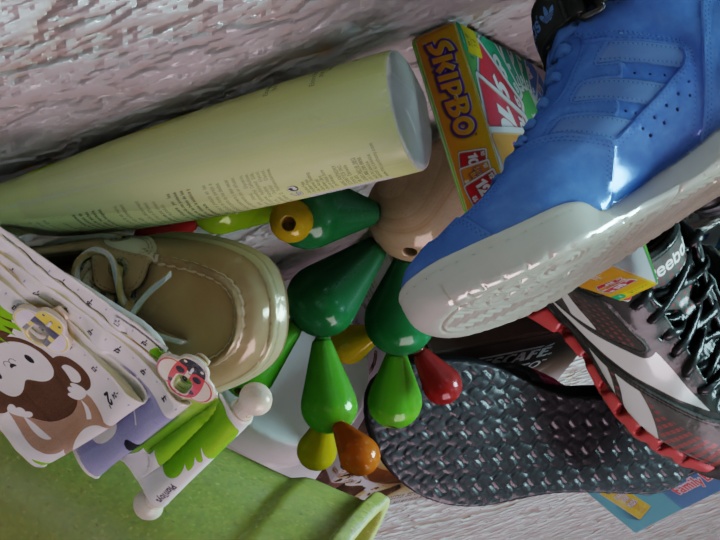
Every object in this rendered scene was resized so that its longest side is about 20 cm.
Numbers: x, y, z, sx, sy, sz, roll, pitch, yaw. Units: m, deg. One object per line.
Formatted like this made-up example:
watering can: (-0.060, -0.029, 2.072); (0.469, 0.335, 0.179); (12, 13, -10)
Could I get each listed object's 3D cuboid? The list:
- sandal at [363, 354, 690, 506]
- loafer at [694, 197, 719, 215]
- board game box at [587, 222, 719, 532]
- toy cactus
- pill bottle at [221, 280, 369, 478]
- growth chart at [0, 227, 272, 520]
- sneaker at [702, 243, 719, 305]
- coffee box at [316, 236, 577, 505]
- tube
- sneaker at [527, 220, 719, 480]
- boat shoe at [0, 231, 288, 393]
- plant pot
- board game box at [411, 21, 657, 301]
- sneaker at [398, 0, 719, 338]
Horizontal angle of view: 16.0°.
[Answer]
sandal: (0.083, 0.082, 1.314); (0.199, 0.075, 0.045); (7, -167, -30)
loafer: (0.151, -0.082, 1.144); (0.072, 0.073, 0.200); (9, 157, 0)
board game box: (0.216, 0.037, 1.437); (0.151, 0.047, 0.200); (-35, -160, 49)
toy cactus: (0.000, 0.000, 1.171); (0.165, 0.102, 0.200); (-43, 125, -1)
pill bottle: (-0.078, 0.082, 1.367); (0.114, 0.115, 0.200); (-9, 163, -31)
growth chart: (-0.142, 0.032, 1.049); (0.018, 0.200, 0.145); (-60, -176, -38)
sneaker: (0.131, 0.023, 1.410); (0.060, 0.105, 0.200); (-4, 161, -43)
coffee box: (0.035, 0.052, 1.391); (0.113, 0.080, 0.200); (-9, 153, -28)
tube: (-0.071, -0.043, 1.055); (0.199, 0.052, 0.058); (-15, 128, 18)
sneaker: (0.146, 0.025, 1.270); (0.071, 0.200, 0.098); (-47, -175, -31)
boat shoe: (-0.123, 0.022, 1.082); (0.199, 0.074, 0.063); (-4, 180, 32)
plant pot: (-0.115, 0.138, 1.170); (0.201, 0.184, 0.200); (-55, 173, -11)
board game box: (0.083, -0.043, 1.126); (0.030, 0.096, 0.200); (-21, 165, 18)
sneaker: (0.081, -0.062, 1.001); (0.200, 0.111, 0.077); (-31, 166, -12)
